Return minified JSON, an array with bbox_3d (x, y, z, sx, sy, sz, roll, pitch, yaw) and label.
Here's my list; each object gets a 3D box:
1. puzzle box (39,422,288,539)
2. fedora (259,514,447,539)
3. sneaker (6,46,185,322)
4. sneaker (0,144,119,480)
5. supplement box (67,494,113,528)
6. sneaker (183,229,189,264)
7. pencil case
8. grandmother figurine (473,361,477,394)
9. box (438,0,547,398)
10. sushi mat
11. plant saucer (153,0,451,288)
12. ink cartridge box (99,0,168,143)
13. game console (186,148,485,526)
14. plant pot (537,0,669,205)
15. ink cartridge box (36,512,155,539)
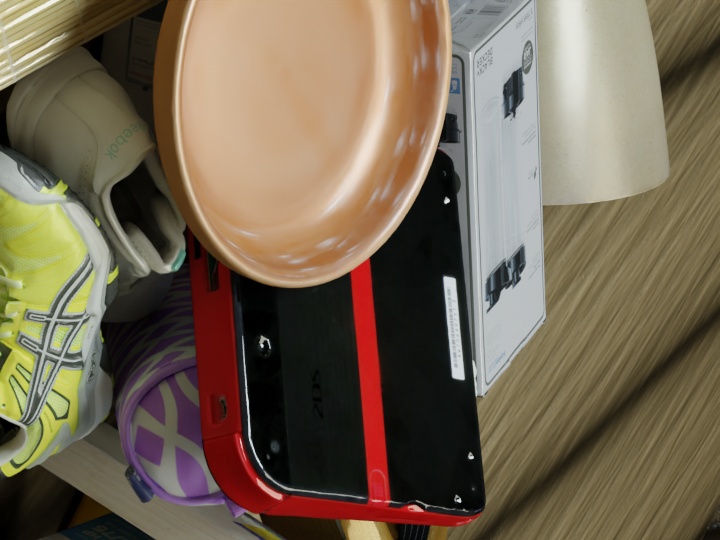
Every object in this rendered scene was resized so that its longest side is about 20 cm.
[{"bbox_3d":[-0.084,0.133,1.575,0.026,0.199,0.133,-59,162,0],"label":"puzzle box"},{"bbox_3d":[-0.013,0.104,1.686,0.200,0.081,0.202,-14,90,-73],"label":"fedora"},{"bbox_3d":[-0.114,-0.019,1.452,0.075,0.088,0.200,-44,153,-17],"label":"sneaker"},{"bbox_3d":[-0.163,0.026,1.430,0.076,0.075,0.201,-46,147,-33],"label":"sneaker"},{"bbox_3d":[-0.076,0.212,1.683,0.109,0.199,0.110,-64,162,-12],"label":"supplement box"},{"bbox_3d":[-0.060,-0.020,1.660,0.074,0.088,0.201,-47,153,-53],"label":"sneaker"},{"bbox_3d":[-0.085,0.058,1.546,0.084,0.086,0.200,-40,-163,6],"label":"pencil case"},{"bbox_3d":[0.000,0.000,1.588,0.121,0.201,0.061,-30,-172,16],"label":"grandmother figurine"},{"bbox_3d":[0.055,-0.045,1.656,0.117,0.060,0.201,-47,137,-58],"label":"box"},{"bbox_3d":[-0.102,-0.160,1.367,0.199,0.012,0.096,-31,137,-29],"label":"sushi mat"},{"bbox_3d":[-0.031,-0.093,1.416,0.200,0.037,0.202,-17,112,-48],"label":"plant saucer"},{"bbox_3d":[-0.074,-0.137,1.512,0.117,0.067,0.201,-43,149,-54],"label":"ink cartridge box"},{"bbox_3d":[-0.012,0.024,1.489,0.176,0.031,0.201,10,70,-45],"label":"game console"},{"bbox_3d":[0.104,-0.161,1.874,0.187,0.186,0.201,-31,125,-62],"label":"plant pot"},{"bbox_3d":[-0.154,0.237,1.505,0.199,0.146,0.148,-16,126,-51],"label":"ink cartridge box"}]
